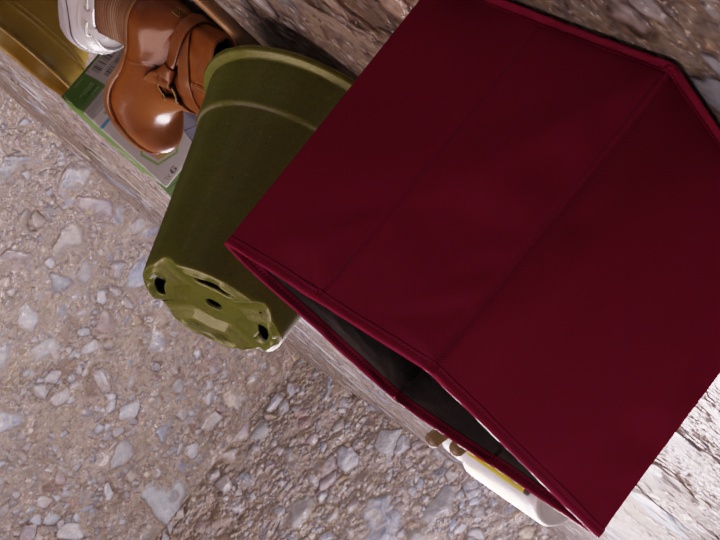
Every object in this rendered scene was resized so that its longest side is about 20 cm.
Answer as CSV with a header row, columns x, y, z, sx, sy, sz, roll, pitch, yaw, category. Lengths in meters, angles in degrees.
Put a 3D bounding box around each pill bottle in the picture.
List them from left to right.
x,y,z,sx,sy,sz,roll,pitch,yaw,category
0.207,0.246,2.360,0.200,0.114,0.114,32,171,42,pill bottle

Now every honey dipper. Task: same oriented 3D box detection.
x,y,z,sx,sy,sz,roll,pitch,yaw,category
-0.095,-0.190,1.424,0.200,0.038,0.038,43,171,-28,honey dipper

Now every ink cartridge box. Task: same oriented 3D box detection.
x,y,z,sx,sy,sz,roll,pitch,yaw,category
-0.223,-0.164,1.956,0.059,0.104,0.200,32,170,48,ink cartridge box

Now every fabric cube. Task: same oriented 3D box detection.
x,y,z,sx,sy,sz,roll,pitch,yaw,category
0.086,-0.011,0.989,0.200,0.199,0.196,30,170,47,fabric cube

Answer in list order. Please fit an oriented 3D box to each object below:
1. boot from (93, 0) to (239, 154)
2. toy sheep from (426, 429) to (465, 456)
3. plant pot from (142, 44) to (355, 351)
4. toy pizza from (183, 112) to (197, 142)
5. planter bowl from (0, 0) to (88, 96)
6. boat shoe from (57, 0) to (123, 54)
x,y,z,sx,sy,sz,roll,pitch,yaw,category
-0.157,-0.163,1.596,0.155,0.077,0.200,28,140,32,boot
0.102,0.090,1.692,0.200,0.138,0.138,62,165,-19,toy sheep
-0.079,-0.044,1.416,0.200,0.190,0.200,23,155,11,plant pot
-0.119,-0.155,1.653,0.200,0.032,0.200,38,153,24,toy pizza
-0.370,-0.282,2.029,0.200,0.083,0.200,37,174,5,planter bowl
-0.243,-0.244,1.664,0.067,0.074,0.200,38,173,15,boat shoe
